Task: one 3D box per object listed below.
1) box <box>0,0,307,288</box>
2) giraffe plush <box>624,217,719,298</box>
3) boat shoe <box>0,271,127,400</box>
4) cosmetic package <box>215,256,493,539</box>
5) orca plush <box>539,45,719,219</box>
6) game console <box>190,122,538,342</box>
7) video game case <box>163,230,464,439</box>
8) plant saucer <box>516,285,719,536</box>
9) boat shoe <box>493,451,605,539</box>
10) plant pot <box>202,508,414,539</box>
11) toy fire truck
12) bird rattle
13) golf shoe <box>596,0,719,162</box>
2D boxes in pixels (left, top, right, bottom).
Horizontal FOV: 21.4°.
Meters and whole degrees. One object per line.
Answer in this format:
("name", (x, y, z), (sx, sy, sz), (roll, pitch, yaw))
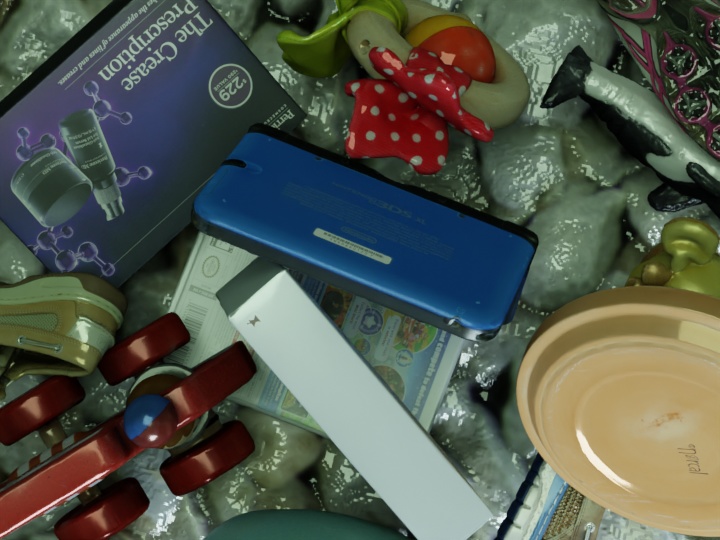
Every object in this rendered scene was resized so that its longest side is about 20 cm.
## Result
("box", (-0.159, -0.093, 1.296), (0.200, 0.079, 0.141), (-43, 108, -2))
("giraffe plush", (0.230, 0.041, 1.200), (0.162, 0.200, 0.173), (20, 87, -8))
("boat shoe", (-0.246, 0.050, 1.267), (0.200, 0.072, 0.076), (-10, 55, 39))
("cosmetic package", (-0.008, 0.082, 1.212), (0.052, 0.151, 0.200), (-40, 99, 0))
("orca plush", (0.208, -0.066, 1.293), (0.200, 0.105, 0.071), (25, 121, -8))
("game console", (0.000, 0.000, 1.214), (0.200, 0.171, 0.118), (21, 125, 7))
("video game case", (-0.030, 0.036, 1.323), (0.200, 0.018, 0.143), (21, 84, 6))
("plant saucer", (0.190, 0.094, 1.160), (0.200, 0.200, 0.032), (22, 48, 6))
("boat shoe", (0.161, 0.122, 1.278), (0.072, 0.072, 0.200), (28, 92, -1))
("plant pot", (-0.047, 0.230, 1.225), (0.135, 0.200, 0.200), (37, 86, 28))
("toy fire truck", (-0.159, 0.112, 1.236), (0.200, 0.168, 0.112), (-30, 94, 3))
("bird rattle", (0.044, -0.141, 1.253), (0.200, 0.163, 0.113), (44, 121, 44))
("golf shoe", (0.223, -0.148, 1.283), (0.073, 0.092, 0.200), (-32, 72, 7))
